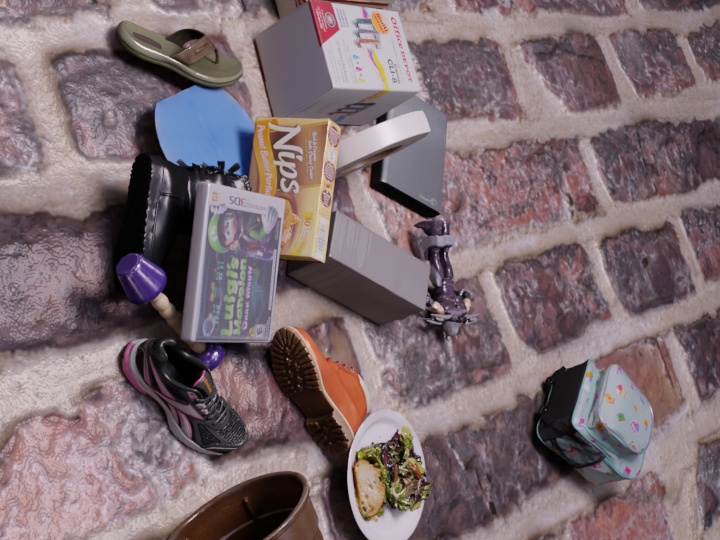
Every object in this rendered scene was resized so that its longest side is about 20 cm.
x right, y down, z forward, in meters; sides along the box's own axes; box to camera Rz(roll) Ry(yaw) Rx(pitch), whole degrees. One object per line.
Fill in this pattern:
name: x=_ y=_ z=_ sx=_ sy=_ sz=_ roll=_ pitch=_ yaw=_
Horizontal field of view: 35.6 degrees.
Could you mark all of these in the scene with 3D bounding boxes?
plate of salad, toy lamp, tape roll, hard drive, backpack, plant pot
plate of salad: x=0.048 y=0.301 z=1.633 sx=0.200 sy=0.048 sz=0.201 roll=17 pitch=68 yaw=-51
toy lamp: x=-0.243 y=0.053 z=1.424 sx=0.200 sy=0.058 sz=0.058 roll=59 pitch=39 yaw=-43
tape roll: x=0.009 y=-0.184 z=1.704 sx=0.203 sy=0.202 sz=0.037 roll=-23 pitch=91 yaw=-46
hard drive: x=0.085 y=-0.203 z=1.906 sx=0.139 sy=0.033 sz=0.201 roll=26 pitch=57 yaw=-35
backpack: x=0.423 y=0.272 z=1.959 sx=0.200 sy=0.153 sz=0.176 roll=51 pitch=41 yaw=-26
plant pot: x=-0.111 y=0.385 z=1.368 sx=0.200 sy=0.200 sz=0.199 roll=-40 pitch=109 yaw=-45

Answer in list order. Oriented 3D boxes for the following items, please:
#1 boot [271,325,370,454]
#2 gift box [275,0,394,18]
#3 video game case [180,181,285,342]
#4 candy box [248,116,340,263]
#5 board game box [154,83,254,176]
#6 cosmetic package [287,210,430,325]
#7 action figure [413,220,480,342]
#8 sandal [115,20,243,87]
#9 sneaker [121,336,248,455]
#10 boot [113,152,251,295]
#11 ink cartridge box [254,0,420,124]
boot: x=-0.054 y=0.152 z=1.607 sx=0.107 sy=0.075 sz=0.200 roll=-45 pitch=114 yaw=-47
gift box: x=-0.042 y=-0.508 z=1.795 sx=0.186 sy=0.200 sz=0.185 roll=-9 pitch=75 yaw=-44
video game case: x=-0.163 y=-0.005 z=1.470 sx=0.182 sy=0.023 sz=0.201 roll=7 pitch=89 yaw=-61
candy box: x=-0.100 y=-0.115 z=1.594 sx=0.055 sy=0.115 sz=0.201 roll=30 pitch=66 yaw=-69
board game box: x=-0.224 y=-0.179 z=1.597 sx=0.158 sy=0.039 sz=0.200 roll=59 pitch=37 yaw=-7
cosmetic package: x=0.000 y=0.000 z=1.690 sx=0.200 sy=0.107 sz=0.090 roll=28 pitch=56 yaw=-35
action figure: x=0.135 y=0.019 z=1.843 sx=0.130 sy=0.069 sz=0.201 roll=5 pitch=74 yaw=-50
sandal: x=-0.248 y=-0.314 z=1.594 sx=0.201 sy=0.057 sz=0.080 roll=14 pitch=32 yaw=-38
sneaker: x=-0.213 y=0.161 z=1.433 sx=0.200 sy=0.086 sz=0.080 roll=44 pitch=50 yaw=-23
boot: x=-0.232 y=-0.056 z=1.482 sx=0.162 sy=0.073 sz=0.199 roll=11 pitch=89 yaw=-42
ink cartridge box: x=-0.034 y=-0.321 z=1.759 sx=0.200 sy=0.144 sz=0.146 roll=-7 pitch=78 yaw=-46
